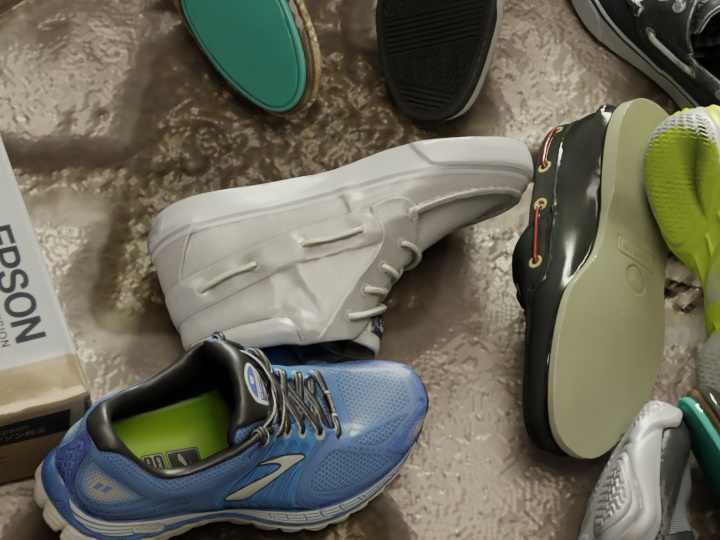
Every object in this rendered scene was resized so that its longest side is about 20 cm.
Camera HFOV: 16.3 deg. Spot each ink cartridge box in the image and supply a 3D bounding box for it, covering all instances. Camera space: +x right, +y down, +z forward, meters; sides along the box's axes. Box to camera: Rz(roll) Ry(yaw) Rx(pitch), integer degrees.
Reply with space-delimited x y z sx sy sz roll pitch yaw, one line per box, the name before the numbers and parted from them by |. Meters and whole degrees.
ink cartridge box | -0.233 0.011 1.193 0.164 0.075 0.200 -15 62 -16

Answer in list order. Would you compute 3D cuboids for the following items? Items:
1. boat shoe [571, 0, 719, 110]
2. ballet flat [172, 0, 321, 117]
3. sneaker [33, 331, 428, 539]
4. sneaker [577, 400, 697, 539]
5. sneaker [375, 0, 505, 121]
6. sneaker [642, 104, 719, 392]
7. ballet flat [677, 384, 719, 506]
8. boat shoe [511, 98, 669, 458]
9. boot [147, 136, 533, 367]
boat shoe | 0.182 -0.128 1.351 0.072 0.068 0.200 -25 66 -22
ballet flat | -0.076 -0.169 1.331 0.200 0.070 0.065 54 28 6
sneaker | -0.048 0.075 1.168 0.200 0.089 0.079 -13 61 -33
sneaker | 0.154 0.163 1.170 0.113 0.076 0.201 17 60 -3
sneaker | 0.067 -0.179 1.358 0.083 0.121 0.201 8 95 31
sneaker | 0.214 0.010 1.269 0.105 0.076 0.201 -11 83 -50
ballet flat | 0.218 0.139 1.194 0.068 0.068 0.200 -20 75 -8
boat shoe | 0.112 0.007 1.263 0.074 0.063 0.202 37 52 -36
boot | 0.000 0.000 1.250 0.199 0.074 0.096 -14 68 -8
